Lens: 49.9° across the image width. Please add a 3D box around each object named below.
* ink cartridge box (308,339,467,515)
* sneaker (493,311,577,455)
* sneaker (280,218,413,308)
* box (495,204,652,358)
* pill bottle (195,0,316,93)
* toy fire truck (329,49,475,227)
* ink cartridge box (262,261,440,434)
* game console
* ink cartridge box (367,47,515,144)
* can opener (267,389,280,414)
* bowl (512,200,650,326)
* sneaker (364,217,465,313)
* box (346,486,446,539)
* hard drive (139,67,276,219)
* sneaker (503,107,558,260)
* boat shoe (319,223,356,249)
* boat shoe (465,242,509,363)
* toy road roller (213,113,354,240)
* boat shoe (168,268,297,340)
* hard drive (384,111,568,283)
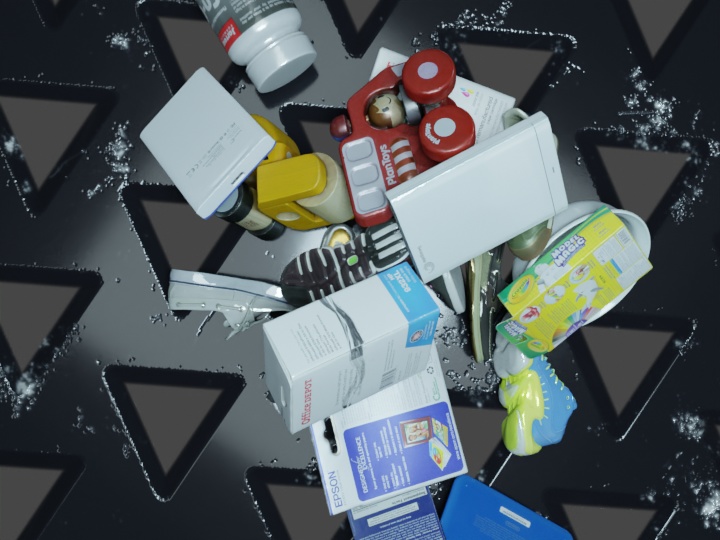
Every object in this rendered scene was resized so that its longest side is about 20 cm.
[{"bbox_3d":[0.026,0.198,1.036,0.197,0.047,0.201,-13,84,-13],"label":"ink cartridge box"},{"bbox_3d":[0.247,0.154,1.090,0.103,0.076,0.204,0,90,-20],"label":"sneaker"},{"bbox_3d":[0.000,0.000,1.008,0.198,0.115,0.077,-21,76,25],"label":"sneaker"},{"bbox_3d":[0.263,0.023,0.984,0.200,0.049,0.117,-42,134,10],"label":"box"},{"bbox_3d":[-0.150,-0.351,1.039,0.113,0.114,0.202,-31,91,-1],"label":"pill bottle"},{"bbox_3d":[0.049,-0.164,0.946,0.165,0.112,0.203,-16,65,3],"label":"toy fire truck"},{"bbox_3d":[-0.014,0.095,0.941,0.198,0.146,0.084,-23,59,-20],"label":"ink cartridge box"},{"bbox_3d":[0.178,0.421,1.107,0.198,0.119,0.172,29,59,-2],"label":"game console"},{"bbox_3d":[0.091,-0.195,1.063,0.197,0.084,0.147,20,89,-2],"label":"ink cartridge box"},{"bbox_3d":[-0.029,0.163,1.072,0.196,0.067,0.054,-9,91,-2],"label":"can opener"},{"bbox_3d":[0.282,-0.020,1.050,0.198,0.091,0.203,-12,132,-14],"label":"bowl"},{"bbox_3d":[0.073,-0.019,1.080,0.098,0.071,0.202,-23,106,20],"label":"sneaker"},{"bbox_3d":[0.044,0.333,1.051,0.119,0.033,0.202,-18,61,-1],"label":"box"},{"bbox_3d":[-0.206,-0.172,1.019,0.132,0.025,0.200,-46,51,4],"label":"hard drive"},{"bbox_3d":[0.200,-0.119,0.988,0.089,0.067,0.203,35,55,-34],"label":"sneaker"},{"bbox_3d":[-0.039,0.035,1.069,0.070,0.070,0.204,11,90,-2],"label":"boat shoe"},{"bbox_3d":[0.180,0.025,1.076,0.065,0.072,0.205,-2,86,3],"label":"boat shoe"},{"bbox_3d":[-0.102,-0.134,1.024,0.197,0.123,0.149,-8,74,23],"label":"toy road roller"},{"bbox_3d":[-0.170,0.053,1.063,0.198,0.075,0.088,8,90,1],"label":"boat shoe"},{"bbox_3d":[0.138,-0.081,0.896,0.198,0.027,0.133,-27,129,-1],"label":"hard drive"}]
